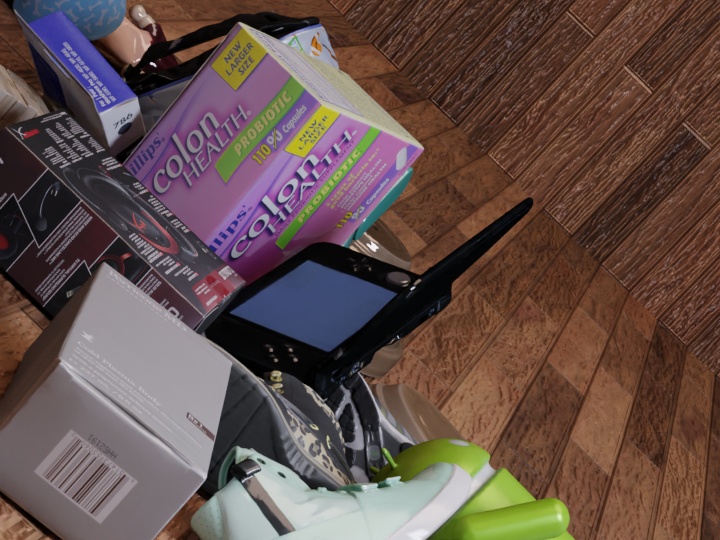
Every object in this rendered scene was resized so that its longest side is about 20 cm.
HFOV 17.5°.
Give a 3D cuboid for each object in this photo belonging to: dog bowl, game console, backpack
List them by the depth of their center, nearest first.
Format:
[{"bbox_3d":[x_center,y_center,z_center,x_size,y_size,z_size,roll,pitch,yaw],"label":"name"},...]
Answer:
[{"bbox_3d":[0.000,0.000,1.667,0.176,0.117,0.200,21,29,23],"label":"game console"},{"bbox_3d":[-0.101,-0.132,1.935,0.154,0.190,0.200,61,4,-11],"label":"backpack"},{"bbox_3d":[-0.286,-0.292,2.104,0.111,0.050,0.200,-26,65,-39],"label":"dog bowl"}]

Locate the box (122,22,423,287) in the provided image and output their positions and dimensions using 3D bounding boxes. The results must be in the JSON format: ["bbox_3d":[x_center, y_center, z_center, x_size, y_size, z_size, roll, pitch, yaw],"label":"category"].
[{"bbox_3d":[-0.073,-0.072,1.762,0.097,0.176,0.200,45,11,22],"label":"box"}]

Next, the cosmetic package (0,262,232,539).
[{"bbox_3d":[-0.140,0.079,1.307,0.107,0.090,0.200,38,15,-11],"label":"cosmetic package"}]

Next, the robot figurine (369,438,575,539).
[{"bbox_3d":[0.079,0.197,1.558,0.200,0.116,0.175,45,-17,5],"label":"robot figurine"}]

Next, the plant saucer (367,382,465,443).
[{"bbox_3d":[0.073,0.162,1.830,0.200,0.029,0.200,50,7,-9],"label":"plant saucer"}]

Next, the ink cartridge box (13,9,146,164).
[{"bbox_3d":[-0.202,-0.125,1.755,0.099,0.039,0.200,48,-13,18],"label":"ink cartridge box"}]

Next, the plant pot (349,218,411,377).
[{"bbox_3d":[-0.021,-0.008,2.029,0.201,0.093,0.201,41,12,-11],"label":"plant pot"}]

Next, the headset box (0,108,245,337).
[{"bbox_3d":[-0.168,-0.009,1.558,0.200,0.075,0.149,43,12,-1],"label":"headset box"}]

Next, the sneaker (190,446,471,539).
[{"bbox_3d":[-0.017,0.135,1.412,0.118,0.074,0.200,48,38,9],"label":"sneaker"}]

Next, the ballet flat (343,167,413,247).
[{"bbox_3d":[-0.029,-0.039,1.928,0.070,0.067,0.200,30,49,8],"label":"ballet flat"}]

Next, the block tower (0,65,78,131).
[{"bbox_3d":[-0.279,-0.124,1.644,0.200,0.058,0.054,31,16,-44],"label":"block tower"}]

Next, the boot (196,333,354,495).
[{"bbox_3d":[-0.071,0.098,1.516,0.204,0.073,0.154,47,7,-19],"label":"boot"}]

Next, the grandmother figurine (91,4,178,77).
[{"bbox_3d":[-0.210,-0.206,2.198,0.200,0.060,0.121,41,39,-29],"label":"grandmother figurine"}]

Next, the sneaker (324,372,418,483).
[{"bbox_3d":[0.002,0.130,1.701,0.200,0.074,0.081,46,-7,9],"label":"sneaker"}]
